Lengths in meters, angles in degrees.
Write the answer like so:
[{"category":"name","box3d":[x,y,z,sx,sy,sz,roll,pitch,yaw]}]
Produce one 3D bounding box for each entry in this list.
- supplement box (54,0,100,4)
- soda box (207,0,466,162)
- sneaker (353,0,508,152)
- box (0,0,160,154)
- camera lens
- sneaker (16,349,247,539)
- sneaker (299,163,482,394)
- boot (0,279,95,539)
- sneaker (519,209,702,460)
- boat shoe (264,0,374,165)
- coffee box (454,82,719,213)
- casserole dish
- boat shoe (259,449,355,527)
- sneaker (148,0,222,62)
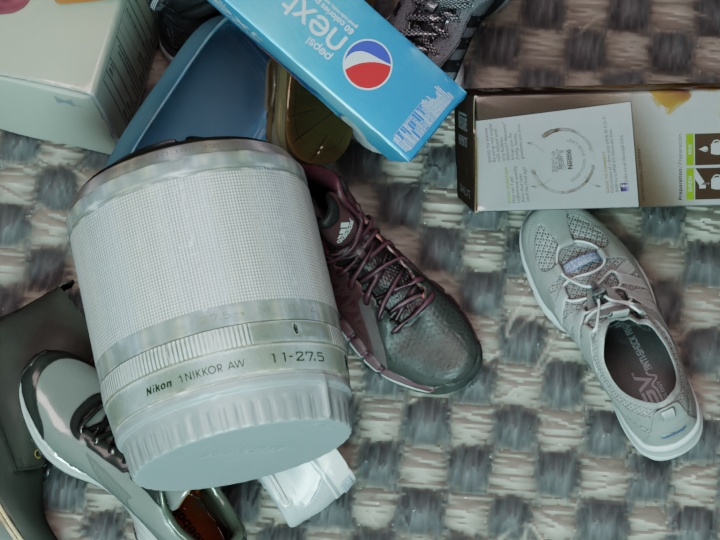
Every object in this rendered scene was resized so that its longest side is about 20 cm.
[{"category":"supplement box","box3d":[-0.187,-0.287,1.666,0.069,0.067,0.201,-5,72,7]},{"category":"soda box","box3d":[-0.027,-0.160,1.638,0.200,0.068,0.064,41,85,-10]},{"category":"sneaker","box3d":[0.051,-0.183,1.715,0.075,0.114,0.200,30,78,13]},{"category":"box","box3d":[-0.202,-0.202,1.742,0.109,0.128,0.201,13,74,9]},{"category":"camera lens","box3d":[-0.097,0.025,1.574,0.159,0.160,0.201,-14,73,1]},{"category":"sneaker","box3d":[-0.147,0.126,1.640,0.200,0.079,0.074,46,58,-1]},{"category":"sneaker","box3d":[0.000,0.000,1.670,0.200,0.116,0.076,43,81,15]},{"category":"boot","box3d":[-0.215,0.112,1.682,0.138,0.077,0.200,-28,79,-14]},{"category":"sneaker","box3d":[0.174,0.028,1.662,0.075,0.082,0.200,-30,68,-5]},{"category":"boat shoe","box3d":[-0.033,-0.174,1.712,0.073,0.063,0.202,4,90,-28]},{"category":"coffee box","box3d":[0.168,-0.085,1.662,0.199,0.114,0.080,-2,96,-5]},{"category":"casserole dish","box3d":[-0.111,-0.092,1.712,0.039,0.121,0.200,14,65,42]},{"category":"boat shoe","box3d":[-0.090,0.090,1.681,0.068,0.072,0.200,-40,83,-8]},{"category":"sneaker","box3d":[-0.075,-0.236,1.746,0.075,0.114,0.200,38,80,20]}]
